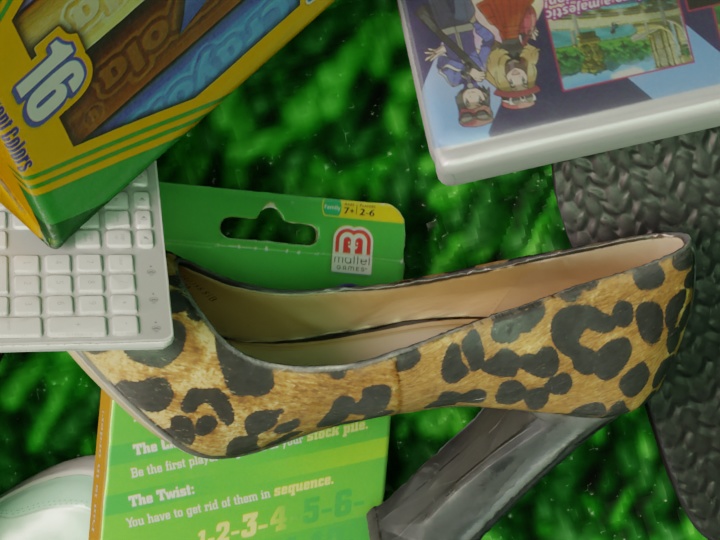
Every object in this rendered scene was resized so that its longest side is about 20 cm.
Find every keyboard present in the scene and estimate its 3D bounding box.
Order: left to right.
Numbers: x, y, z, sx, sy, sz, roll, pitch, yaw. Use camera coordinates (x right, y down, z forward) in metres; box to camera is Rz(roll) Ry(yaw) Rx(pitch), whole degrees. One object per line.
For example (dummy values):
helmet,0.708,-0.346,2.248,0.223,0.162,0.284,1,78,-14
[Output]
keyboard,-0.090,-0.044,0.700,0.056,0.200,0.011,4,129,-13

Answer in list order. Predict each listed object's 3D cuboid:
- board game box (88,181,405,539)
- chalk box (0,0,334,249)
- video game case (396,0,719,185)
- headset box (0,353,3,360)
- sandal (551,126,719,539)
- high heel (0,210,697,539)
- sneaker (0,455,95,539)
board game box,-0.040,0.074,0.774,0.095,0.030,0.200,5,92,-18
chalk box,-0.065,-0.133,0.654,0.200,0.124,0.125,-41,60,-16
video game case,0.102,-0.133,0.726,0.200,0.023,0.182,-12,75,3
headset box,-0.211,-0.004,0.754,0.200,0.093,0.174,25,101,-4
sandal,0.108,-0.002,0.780,0.075,0.048,0.201,-14,113,2
high heel,0.000,0.000,0.711,0.200,0.071,0.143,35,109,-28
sneaker,-0.140,0.148,0.770,0.200,0.118,0.074,-44,96,7
